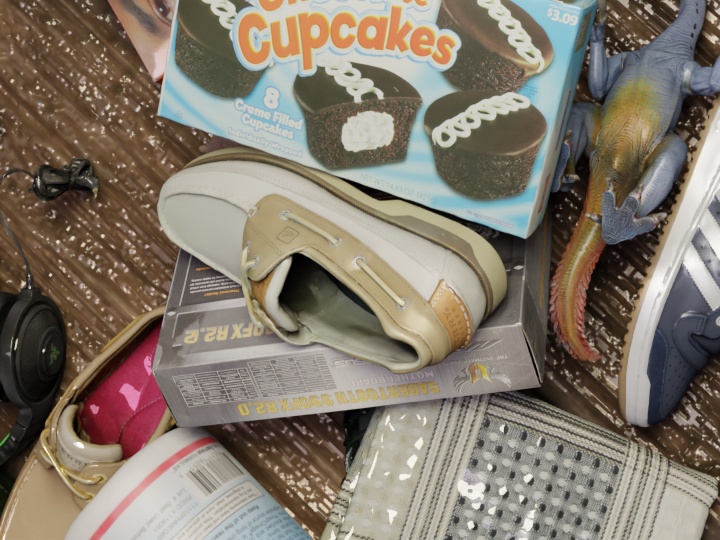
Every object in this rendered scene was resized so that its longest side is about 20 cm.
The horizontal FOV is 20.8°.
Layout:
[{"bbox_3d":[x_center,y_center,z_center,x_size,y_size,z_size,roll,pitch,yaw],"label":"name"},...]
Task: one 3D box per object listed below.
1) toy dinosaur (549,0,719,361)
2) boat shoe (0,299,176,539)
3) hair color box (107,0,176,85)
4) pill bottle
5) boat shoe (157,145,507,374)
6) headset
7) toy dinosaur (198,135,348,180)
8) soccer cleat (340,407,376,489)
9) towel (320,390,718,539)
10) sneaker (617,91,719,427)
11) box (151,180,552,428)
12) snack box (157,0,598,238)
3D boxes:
[{"bbox_3d":[0.135,-0.091,1.023,0.104,0.182,0.201,26,128,9],"label":"toy dinosaur"},{"bbox_3d":[-0.149,0.094,1.114,0.074,0.069,0.201,37,97,15],"label":"boat shoe"},{"bbox_3d":[-0.053,-0.202,1.108,0.199,0.064,0.111,-34,79,12],"label":"hair color box"},{"bbox_3d":[-0.060,0.188,1.063,0.200,0.109,0.109,44,98,14],"label":"pill bottle"},{"bbox_3d":[-0.029,-0.006,0.967,0.199,0.075,0.068,15,47,33],"label":"boat shoe"},{"bbox_3d":[-0.217,0.024,1.149,0.123,0.094,0.201,33,111,11],"label":"headset"},{"bbox_3d":[-0.005,-0.084,1.021,0.199,0.086,0.136,-35,94,24],"label":"toy dinosaur"},{"bbox_3d":[0.018,0.106,1.060,0.081,0.068,0.201,-23,80,-18],"label":"soccer cleat"},{"bbox_3d":[0.071,0.163,1.010,0.191,0.035,0.201,24,76,-6],"label":"towel"},{"bbox_3d":[0.211,-0.001,1.018,0.108,0.070,0.201,21,89,18],"label":"sneaker"},{"bbox_3d":[0.000,0.000,1.042,0.198,0.049,0.159,-8,43,15],"label":"box"},{"bbox_3d":[0.005,-0.103,0.945,0.199,0.037,0.117,19,114,15],"label":"snack box"}]
